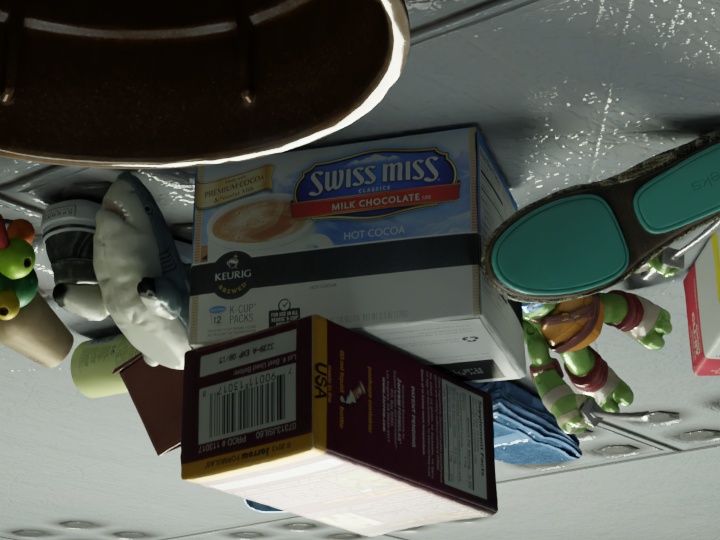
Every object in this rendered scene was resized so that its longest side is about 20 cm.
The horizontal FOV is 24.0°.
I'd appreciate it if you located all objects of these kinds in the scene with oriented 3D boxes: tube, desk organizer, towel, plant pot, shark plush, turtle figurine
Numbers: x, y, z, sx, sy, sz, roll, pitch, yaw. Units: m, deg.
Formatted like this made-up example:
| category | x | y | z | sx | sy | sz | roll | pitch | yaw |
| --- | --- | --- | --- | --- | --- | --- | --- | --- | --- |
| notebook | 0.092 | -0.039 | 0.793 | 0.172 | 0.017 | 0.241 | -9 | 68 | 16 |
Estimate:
| category | x | y | z | sx | sy | sz | roll | pitch | yaw |
| --- | --- | --- | --- | --- | --- | --- | --- | --- | --- |
| tube | -0.160 | 0.072 | 1.433 | 0.198 | 0.059 | 0.052 | -13 | 165 | 35 |
| desk organizer | -0.092 | 0.065 | 1.301 | 0.199 | 0.078 | 0.071 | -32 | 172 | 37 |
| towel | 0.135 | 0.154 | 1.689 | 0.111 | 0.049 | 0.199 | -11 | 158 | 30 |
| plant pot | -0.083 | -0.164 | 0.561 | 0.197 | 0.201 | 0.201 | 0 | 162 | 0 |
| shark plush | -0.116 | 0.023 | 1.174 | 0.090 | 0.084 | 0.200 | -14 | 137 | 42 |
| turtle figurine | 0.196 | 0.056 | 1.272 | 0.198 | 0.146 | 0.194 | -5 | 164 | 23 |

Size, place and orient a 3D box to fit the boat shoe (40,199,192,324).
| category | x | y | z | sx | sy | sz | roll | pitch | yaw |
| --- | --- | --- | --- | --- | --- | --- | --- | --- | --- |
| boat shoe | -0.168 | 0.011 | 1.245 | 0.071 | 0.072 | 0.199 | -12 | 159 | 29 |

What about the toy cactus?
| category | x | y | z | sx | sy | sz | roll | pitch | yaw |
| --- | --- | --- | --- | --- | --- | --- | --- | --- | --- |
| toy cactus | -0.268 | 0.016 | 1.179 | 0.199 | 0.103 | 0.165 | -14 | 134 | 40 |

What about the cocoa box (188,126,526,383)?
| category | x | y | z | sx | sy | sz | roll | pitch | yaw |
| --- | --- | --- | --- | --- | --- | --- | --- | --- | --- |
| cocoa box | 0.000 | 0.000 | 1.123 | 0.197 | 0.133 | 0.133 | -6 | 158 | 16 |

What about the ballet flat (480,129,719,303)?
| category | x | y | z | sx | sy | sz | roll | pitch | yaw |
| --- | --- | --- | --- | --- | --- | --- | --- | --- | --- |
| ballet flat | 0.162 | -0.030 | 1.071 | 0.198 | 0.069 | 0.075 | -24 | -178 | -10 |

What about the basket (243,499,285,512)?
| category | x | y | z | sx | sy | sz | roll | pitch | yaw |
| --- | --- | --- | --- | --- | --- | --- | --- | --- | --- |
| basket | -0.016 | 0.148 | 1.499 | 0.174 | 0.140 | 0.202 | 1 | 130 | -4 |

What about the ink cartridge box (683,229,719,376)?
| category | x | y | z | sx | sy | sz | roll | pitch | yaw |
| --- | --- | --- | --- | --- | --- | --- | --- | --- | --- |
| ink cartridge box | 0.326 | 0.011 | 1.232 | 0.143 | 0.085 | 0.200 | 0 | 161 | -1 |

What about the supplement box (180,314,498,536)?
| category | x | y | z | sx | sy | sz | roll | pitch | yaw |
| --- | --- | --- | --- | --- | --- | --- | --- | --- | --- |
| supplement box | -0.010 | 0.105 | 1.089 | 0.109 | 0.087 | 0.199 | -16 | 154 | 34 |
